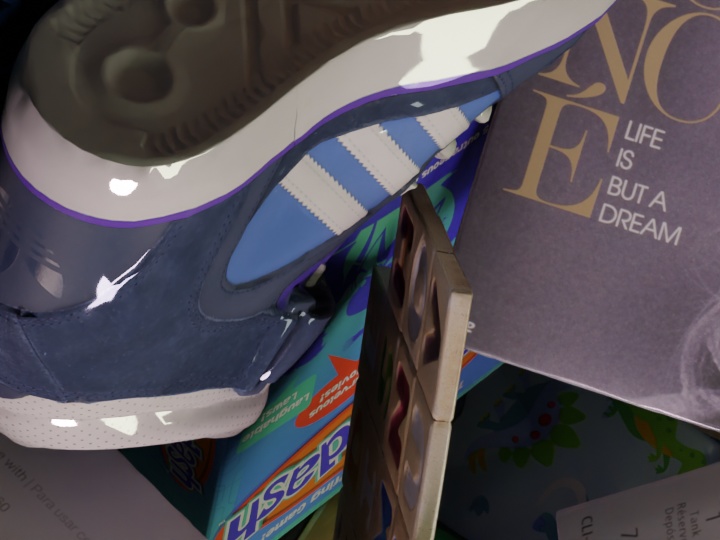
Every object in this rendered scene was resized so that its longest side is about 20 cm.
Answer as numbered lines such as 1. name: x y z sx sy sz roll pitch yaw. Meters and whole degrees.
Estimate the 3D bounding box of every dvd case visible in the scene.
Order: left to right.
1. dvd case: 0.116 -0.052 0.788 0.016 0.149 0.200 -51 158 -75

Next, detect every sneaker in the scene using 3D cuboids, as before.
1. sneaker: -0.018 -0.030 0.731 0.200 0.081 0.147 -32 157 -34

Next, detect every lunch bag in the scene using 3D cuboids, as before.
1. lunch bag: 0.106 0.119 1.106 0.127 0.200 0.170 -54 163 -18

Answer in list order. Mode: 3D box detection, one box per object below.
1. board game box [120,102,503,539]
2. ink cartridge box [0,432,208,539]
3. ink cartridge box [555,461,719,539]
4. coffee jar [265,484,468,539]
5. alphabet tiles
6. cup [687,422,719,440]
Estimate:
1. board game box: 0.000 0.000 0.889 0.152 0.045 0.200 -37 160 -28
2. ink cartridge box: -0.126 0.150 0.762 0.200 0.146 0.147 -37 159 -30
3. ink cartridge box: 0.184 0.104 0.905 0.173 0.044 0.200 -20 144 29
4. coffee jar: 0.024 0.139 0.990 0.085 0.200 0.104 -52 171 -49
5. alphabet tiles: 0.005 0.085 0.761 0.167 0.008 0.200 -108 -155 -72
6. cup: 0.149 -0.023 0.895 0.143 0.200 0.200 -41 162 -39
